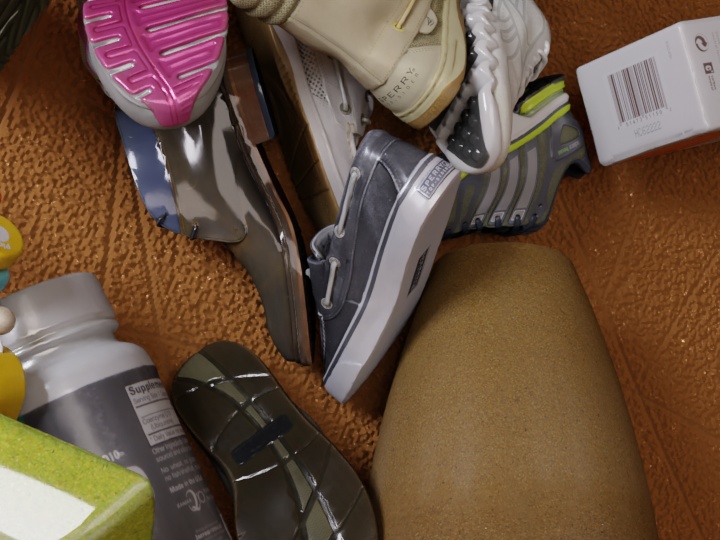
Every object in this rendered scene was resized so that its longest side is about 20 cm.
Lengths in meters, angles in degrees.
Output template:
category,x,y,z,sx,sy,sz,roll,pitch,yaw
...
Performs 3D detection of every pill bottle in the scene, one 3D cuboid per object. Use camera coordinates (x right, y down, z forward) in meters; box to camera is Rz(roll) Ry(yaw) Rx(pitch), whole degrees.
category,x,y,z,sx,sy,sz,roll,pitch,yaw
pill bottle,-0.153,0.112,0.736,0.112,0.113,0.201,-24,83,-20

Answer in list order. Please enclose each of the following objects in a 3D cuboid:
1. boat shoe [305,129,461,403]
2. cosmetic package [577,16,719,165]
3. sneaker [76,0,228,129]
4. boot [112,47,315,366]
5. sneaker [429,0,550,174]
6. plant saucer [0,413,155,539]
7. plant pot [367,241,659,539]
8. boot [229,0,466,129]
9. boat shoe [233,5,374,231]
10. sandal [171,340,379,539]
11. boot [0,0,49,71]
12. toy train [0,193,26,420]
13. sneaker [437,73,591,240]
category,x,y,z,sx,sy,sz,roll,pitch,yaw
boat shoe,0.000,0.000,0.785,0.067,0.201,0.072,32,49,12
cosmetic package,0.259,-0.131,0.893,0.199,0.101,0.072,-14,88,-33
sneaker,-0.123,-0.136,0.760,0.081,0.089,0.201,-10,42,-12
boot,-0.088,-0.030,0.819,0.096,0.075,0.202,-13,91,1
sneaker,0.088,-0.140,0.842,0.080,0.075,0.201,17,48,-18
plant saucer,-0.204,0.154,0.646,0.198,0.201,0.048,20,36,15
plant pot,0.089,0.093,0.809,0.184,0.186,0.202,8,67,-18
boot,-0.014,-0.192,0.798,0.155,0.073,0.201,27,41,-27
boat shoe,-0.020,-0.110,0.839,0.069,0.071,0.202,-18,87,-20
sandal,-0.051,0.127,0.772,0.081,0.055,0.200,-33,54,-11
boot,-0.247,-0.212,0.725,0.199,0.066,0.176,30,75,22
toy train,-0.241,0.046,0.690,0.055,0.149,0.202,-1,93,-54
sneaker,0.083,-0.049,0.868,0.200,0.074,0.081,-39,100,-17
